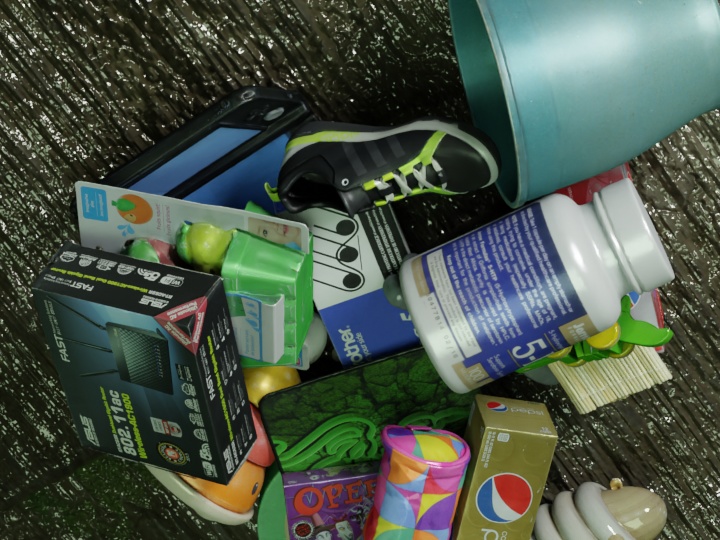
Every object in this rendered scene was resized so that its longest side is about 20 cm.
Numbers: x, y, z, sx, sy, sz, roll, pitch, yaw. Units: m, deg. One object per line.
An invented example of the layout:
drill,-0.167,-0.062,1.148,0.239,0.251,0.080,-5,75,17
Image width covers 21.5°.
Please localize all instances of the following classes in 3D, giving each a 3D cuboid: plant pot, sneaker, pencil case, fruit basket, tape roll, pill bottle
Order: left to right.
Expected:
fruit basket,-0.140,0.013,1.590,0.199,0.094,0.186,7,136,4
tape roll,0.004,0.227,1.768,0.199,0.048,0.201,1,118,1
sneaker,0.018,-0.070,1.518,0.199,0.083,0.072,0,139,30
pencil case,0.037,0.231,1.653,0.088,0.088,0.201,14,112,-2
pill bottle,0.143,0.008,1.522,0.199,0.120,0.120,-25,112,11
plant pot,0.184,-0.170,1.502,0.187,0.200,0.201,-15,115,-4

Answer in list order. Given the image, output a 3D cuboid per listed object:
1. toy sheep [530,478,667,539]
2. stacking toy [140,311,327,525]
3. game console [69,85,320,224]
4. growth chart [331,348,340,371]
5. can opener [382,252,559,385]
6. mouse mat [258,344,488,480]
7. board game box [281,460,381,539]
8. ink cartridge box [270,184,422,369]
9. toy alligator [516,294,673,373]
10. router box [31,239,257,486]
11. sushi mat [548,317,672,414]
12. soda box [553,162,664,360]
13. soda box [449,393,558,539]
toy sheep,0.201,0.272,1.744,0.200,0.138,0.138,-41,107,12
stacking toy,-0.102,0.117,1.713,0.146,0.146,0.200,39,99,-14
game console,-0.116,-0.058,1.622,0.200,0.176,0.117,-32,81,18
growth chart,0.009,0.161,1.771,0.144,0.018,0.201,20,117,-5
can opener,0.109,0.040,1.647,0.200,0.067,0.053,24,117,-33
mouse mat,0.022,0.151,1.693,0.199,0.008,0.161,-17,115,2
board game box,0.034,0.226,1.711,0.199,0.032,0.121,-8,111,-3
ink cartridge box,0.000,0.000,1.646,0.094,0.044,0.200,-20,127,4
toy alligator,0.164,0.053,1.598,0.199,0.059,0.055,-12,74,23
router box,-0.178,0.079,1.583,0.149,0.062,0.201,13,136,23
sushi mat,0.177,0.033,1.621,0.095,0.012,0.200,-27,107,29
soda box,0.212,-0.025,1.628,0.063,0.070,0.201,-10,115,13
soda box,0.114,0.214,1.664,0.067,0.064,0.201,8,113,-10
